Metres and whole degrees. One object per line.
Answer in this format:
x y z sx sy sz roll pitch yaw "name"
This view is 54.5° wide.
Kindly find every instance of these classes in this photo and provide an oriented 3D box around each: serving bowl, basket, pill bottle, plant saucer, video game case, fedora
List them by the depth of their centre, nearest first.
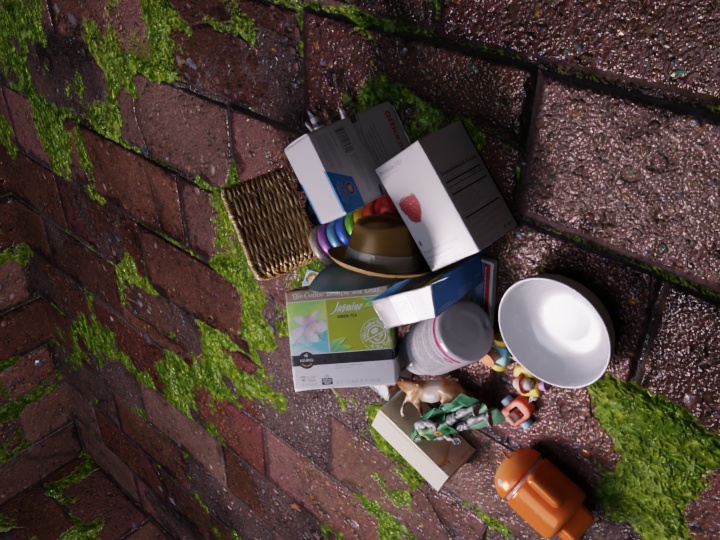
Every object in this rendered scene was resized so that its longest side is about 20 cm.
0.327 0.090 1.144 0.200 0.066 0.200 26 132 33 "serving bowl"
0.043 -0.048 1.211 0.200 0.200 0.082 21 112 37 "fedora"
0.000 0.000 1.296 0.201 0.201 0.039 3 105 46 "plant saucer"
0.152 0.132 1.304 0.113 0.113 0.200 56 153 4 "pill bottle"
0.164 0.015 1.309 0.200 0.017 0.143 23 129 36 "video game case"
-0.188 -0.087 1.418 0.200 0.149 0.143 66 164 1 "basket"

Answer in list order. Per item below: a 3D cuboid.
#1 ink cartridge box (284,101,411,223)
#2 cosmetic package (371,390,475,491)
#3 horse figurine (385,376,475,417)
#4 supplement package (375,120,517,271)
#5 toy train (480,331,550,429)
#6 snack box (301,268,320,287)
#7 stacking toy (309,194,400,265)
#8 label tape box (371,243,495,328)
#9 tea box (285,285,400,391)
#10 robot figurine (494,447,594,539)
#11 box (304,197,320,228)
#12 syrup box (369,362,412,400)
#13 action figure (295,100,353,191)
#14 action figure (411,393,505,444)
-0.008 -0.189 1.214 0.086 0.200 0.147 -18 100 52 "ink cartridge box"
0.133 0.357 1.497 0.200 0.103 0.073 40 139 20 "cosmetic package"
0.150 0.261 1.414 0.200 0.050 0.133 1 125 13 "horse figurine"
0.141 -0.122 1.162 0.121 0.120 0.200 -27 93 51 "supplement package"
0.263 0.206 1.298 0.200 0.056 0.150 52 140 8 "toy train"
-0.041 0.079 1.487 0.200 0.037 0.116 18 93 28 "snack box"
-0.002 -0.085 1.311 0.200 0.085 0.085 -29 92 36 "stacking toy"
0.137 0.031 1.218 0.200 0.144 0.063 -19 100 51 "label tape box"
-0.030 0.122 1.367 0.200 0.134 0.197 -6 91 7 "tea box"
0.336 0.417 1.310 0.200 0.144 0.117 41 116 20 "robot figurine"
-0.034 -0.079 1.435 0.200 0.049 0.161 38 135 23 "box"
0.016 0.181 1.526 0.200 0.079 0.082 35 136 27 "syrup box"
-0.068 -0.202 1.330 0.200 0.105 0.194 -12 87 31 "action figure"
0.171 0.305 1.381 0.118 0.055 0.200 36 137 -20 "action figure"
